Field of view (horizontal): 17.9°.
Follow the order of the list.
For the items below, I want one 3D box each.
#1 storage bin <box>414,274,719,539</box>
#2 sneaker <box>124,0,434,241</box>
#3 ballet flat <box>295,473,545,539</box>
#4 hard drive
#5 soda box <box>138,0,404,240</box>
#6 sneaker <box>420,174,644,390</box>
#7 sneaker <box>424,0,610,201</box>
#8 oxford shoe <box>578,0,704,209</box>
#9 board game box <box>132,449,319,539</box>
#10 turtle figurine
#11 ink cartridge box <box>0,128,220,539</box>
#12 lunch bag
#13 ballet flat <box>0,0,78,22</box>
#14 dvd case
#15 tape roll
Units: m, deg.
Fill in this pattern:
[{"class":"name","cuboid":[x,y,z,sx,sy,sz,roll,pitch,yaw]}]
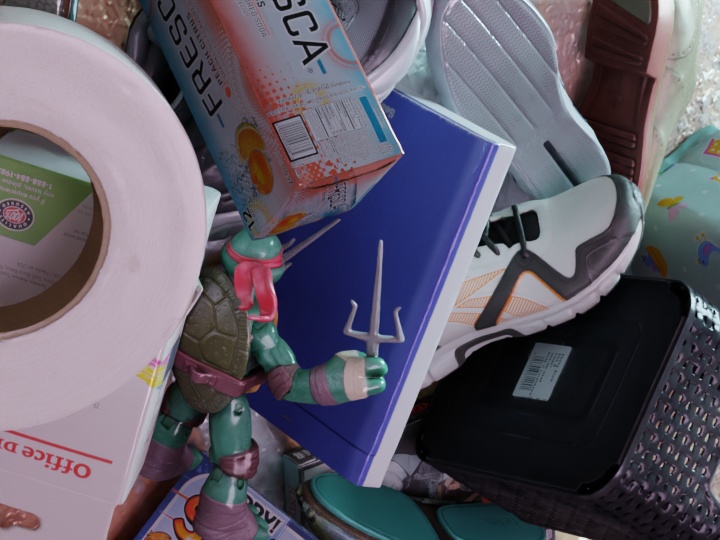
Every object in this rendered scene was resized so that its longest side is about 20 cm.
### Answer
[{"class":"storage bin","cuboid":[0.139,0.080,1.342,0.094,0.200,0.135,33,76,-30]},{"class":"sneaker","cuboid":[-0.049,-0.115,1.194,0.200,0.075,0.114,-49,136,-4]},{"class":"ballet flat","cuboid":[0.030,0.172,1.393,0.200,0.074,0.074,15,103,-38]},{"class":"hard drive","cuboid":[0.000,0.000,1.256,0.025,0.132,0.200,10,106,-44]},{"class":"soda box","cuboid":[-0.057,-0.120,1.110,0.064,0.200,0.068,-18,166,-30]},{"class":"sneaker","cuboid":[0.071,-0.001,1.314,0.200,0.074,0.080,-31,125,15]},{"class":"sneaker","cuboid":[0.077,-0.106,1.304,0.073,0.071,0.200,-38,138,-4]},{"class":"oxford shoe","cuboid":[0.173,-0.087,1.394,0.075,0.070,0.200,-7,118,-42]},{"class":"board game box","cuboid":[-0.052,0.215,1.291,0.135,0.200,0.034,-53,163,-4]},{"class":"turtle figurine","cuboid":[-0.061,0.042,1.227,0.101,0.150,0.200,6,120,-30]},{"class":"ink cartridge box","cuboid":[-0.156,0.042,1.164,0.117,0.067,0.200,18,105,0]},{"class":"lunch bag","cuboid":[0.257,0.032,1.452,0.122,0.170,0.200,-30,126,-24]},{"class":"ballet flat","cuboid":[-0.157,-0.181,1.090,0.071,0.069,0.200,11,102,-23]},{"class":"dvd case","cuboid":[0.042,0.145,1.445,0.200,0.022,0.146,-22,125,-30]},{"class":"tape roll","cuboid":[-0.171,-0.023,1.063,0.202,0.037,0.203,-5,111,-14]}]
